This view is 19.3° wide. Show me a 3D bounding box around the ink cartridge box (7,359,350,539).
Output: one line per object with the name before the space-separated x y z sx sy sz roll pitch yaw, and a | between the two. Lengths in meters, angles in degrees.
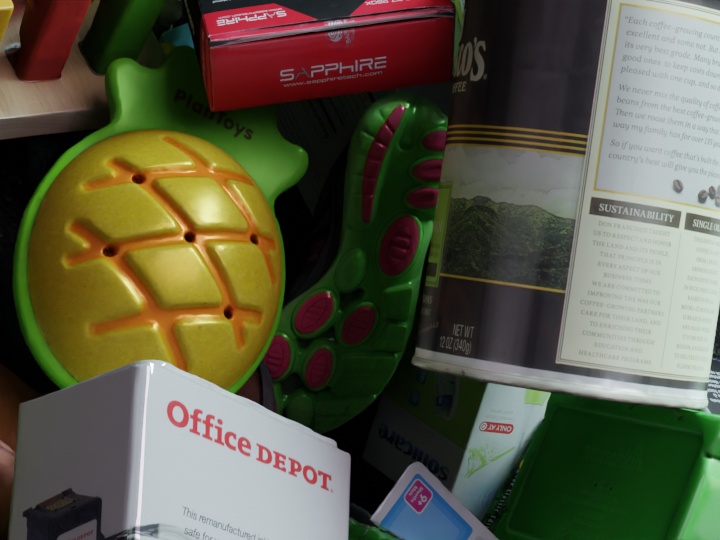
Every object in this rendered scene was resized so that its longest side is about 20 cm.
ink cartridge box | -0.081 0.160 0.933 0.145 0.084 0.200 29 53 -45

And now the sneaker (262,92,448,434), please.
sneaker | 0.000 0.000 1.154 0.077 0.200 0.084 25 5 -4

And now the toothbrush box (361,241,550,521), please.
toothbrush box | 0.106 0.036 1.188 0.145 0.200 0.086 9 15 -38

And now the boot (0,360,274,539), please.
boot | -0.153 0.073 1.055 0.200 0.068 0.189 32 55 -12

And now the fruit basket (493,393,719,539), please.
fruit basket | 0.193 0.155 1.075 0.215 0.215 0.156 27 81 -26

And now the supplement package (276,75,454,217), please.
supplement package | 0.026 -0.122 1.274 0.156 0.111 0.200 -19 79 -45

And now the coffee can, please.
coffee can | 0.110 -0.042 1.021 0.146 0.146 0.201 8 90 -38

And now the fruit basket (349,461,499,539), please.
fruit basket | 0.037 0.227 1.053 0.200 0.094 0.185 45 76 -16

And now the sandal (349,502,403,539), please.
sandal | 0.049 0.203 1.140 0.200 0.075 0.048 40 74 -4

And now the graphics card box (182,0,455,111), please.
graphics card box | -0.034 -0.163 1.093 0.125 0.051 0.200 -9 42 -9

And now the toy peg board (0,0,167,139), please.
toy peg board | -0.201 -0.173 1.067 0.199 0.098 0.200 -9 57 -35

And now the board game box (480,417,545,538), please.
board game box | 0.134 0.180 1.179 0.200 0.023 0.105 47 69 -35

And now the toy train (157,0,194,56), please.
toy train | -0.139 -0.102 1.150 0.200 0.056 0.150 20 46 -13

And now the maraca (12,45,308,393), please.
maraca | -0.095 -0.018 1.034 0.137 0.107 0.200 28 61 -19

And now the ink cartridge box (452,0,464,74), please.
ink cartridge box | 0.059 -0.158 1.154 0.200 0.048 0.146 13 37 -18

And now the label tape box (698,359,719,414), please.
label tape box | 0.267 0.147 1.308 0.143 0.066 0.200 13 33 -35
